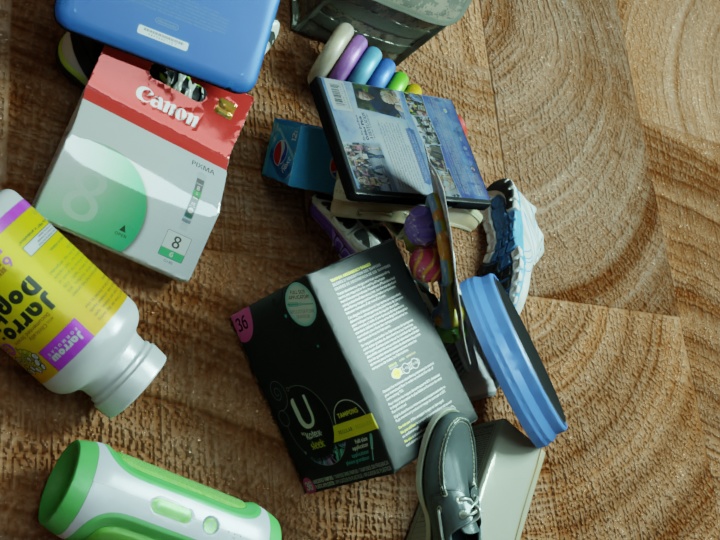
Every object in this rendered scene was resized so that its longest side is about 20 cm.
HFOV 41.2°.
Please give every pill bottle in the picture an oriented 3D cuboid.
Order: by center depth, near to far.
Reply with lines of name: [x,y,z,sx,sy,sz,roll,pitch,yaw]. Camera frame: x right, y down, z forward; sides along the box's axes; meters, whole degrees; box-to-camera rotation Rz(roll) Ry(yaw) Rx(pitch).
pill bottle: [-0.263,0.034,0.820,0.200,0.104,0.104,45,51,-14]

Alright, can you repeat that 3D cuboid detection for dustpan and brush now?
dustpan and brush: [0.107,0.054,1.124,0.139,0.057,0.201,-7,77,-39]

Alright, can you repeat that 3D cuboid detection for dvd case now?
dvd case: [0.046,-0.133,1.023,0.199,0.018,0.143,1,62,-40]

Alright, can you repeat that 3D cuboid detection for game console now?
game console: [-0.189,-0.281,0.946,0.199,0.118,0.172,17,88,-23]

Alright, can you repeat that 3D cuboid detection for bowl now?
bowl: [0.170,0.095,1.050,0.201,0.039,0.201,60,11,-21]

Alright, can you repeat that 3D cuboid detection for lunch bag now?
lunch bag: [0.036,-0.348,1.141,0.163,0.200,0.118,11,65,-35]

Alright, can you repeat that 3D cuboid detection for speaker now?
speaker: [-0.170,0.217,0.830,0.200,0.088,0.089,29,57,-26]

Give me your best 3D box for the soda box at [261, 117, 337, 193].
soda box: [-0.007,-0.120,1.090,0.199,0.064,0.068,6,102,-36]

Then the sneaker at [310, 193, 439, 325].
sneaker: [0.000,0.000,1.060,0.200,0.083,0.081,55,28,13]

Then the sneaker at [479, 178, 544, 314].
sneaker: [0.203,-0.017,1.223,0.086,0.075,0.201,26,58,-33]

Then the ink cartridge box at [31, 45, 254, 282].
ink cartridge box: [-0.199,-0.111,0.915,0.160,0.050,0.201,26,86,-27]

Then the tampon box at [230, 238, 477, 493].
tampon box: [-0.010,0.097,0.959,0.126,0.150,0.201,-23,86,-42]

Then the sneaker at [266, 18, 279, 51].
sneaker: [-0.171,-0.306,1.032,0.088,0.076,0.200,-46,114,-6]

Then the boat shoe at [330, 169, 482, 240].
boat shoe: [0.051,-0.065,1.059,0.199,0.072,0.065,14,92,-38]

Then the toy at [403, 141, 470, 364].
toy: [0.070,-0.013,0.961,0.115,0.047,0.201,-103,178,-60]

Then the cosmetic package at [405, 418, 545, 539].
cosmetic package: [0.115,0.265,1.019,0.073,0.103,0.200,39,54,-19]

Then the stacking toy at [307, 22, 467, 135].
stacking toy: [0.040,-0.205,1.134,0.200,0.085,0.086,32,54,-6]

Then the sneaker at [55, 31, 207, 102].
sneaker: [-0.210,-0.191,0.966,0.199,0.083,0.072,22,60,-29]

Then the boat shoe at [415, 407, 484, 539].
boat shoe: [0.095,0.228,0.883,0.073,0.062,0.201,3,87,-41]
